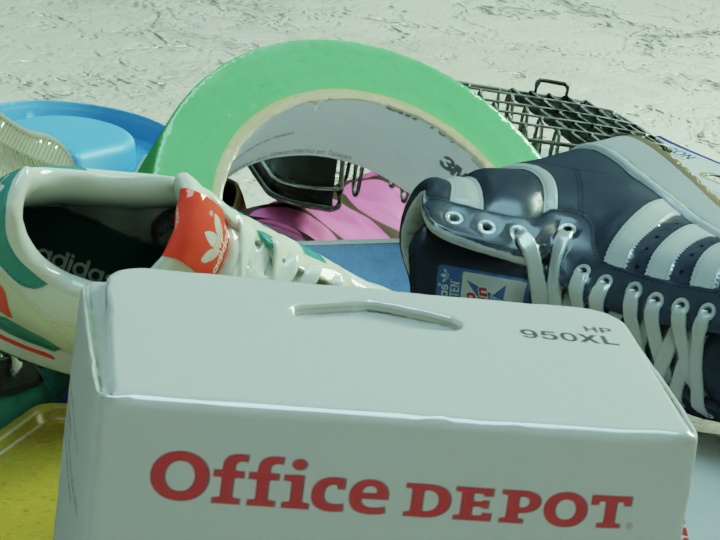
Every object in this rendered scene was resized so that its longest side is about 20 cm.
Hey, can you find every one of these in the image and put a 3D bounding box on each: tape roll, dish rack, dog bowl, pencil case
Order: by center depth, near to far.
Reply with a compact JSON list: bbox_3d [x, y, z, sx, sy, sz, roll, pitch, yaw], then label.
[{"bbox_3d":[0.000,0.000,0.967,0.199,0.048,0.202,13,56,-19],"label":"tape roll"},{"bbox_3d":[-0.003,0.002,1.112,0.093,0.091,0.200,-3,11,25],"label":"pencil case"},{"bbox_3d":[0.044,-0.063,1.124,0.199,0.055,0.153,6,16,-14],"label":"dish rack"},{"bbox_3d":[-0.183,-0.047,1.244,0.111,0.050,0.200,19,22,31],"label":"dog bowl"}]

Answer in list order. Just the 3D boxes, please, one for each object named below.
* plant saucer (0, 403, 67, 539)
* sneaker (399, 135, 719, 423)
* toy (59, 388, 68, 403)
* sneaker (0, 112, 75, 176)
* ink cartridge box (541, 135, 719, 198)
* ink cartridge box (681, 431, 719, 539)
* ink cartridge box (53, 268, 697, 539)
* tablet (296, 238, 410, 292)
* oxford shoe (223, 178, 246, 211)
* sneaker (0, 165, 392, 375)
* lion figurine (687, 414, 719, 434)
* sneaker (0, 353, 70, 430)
[{"bbox_3d":[-0.077,0.090,0.790,0.199,0.049,0.200,-1,16,21],"label":"plant saucer"},{"bbox_3d":[0.084,0.015,0.745,0.108,0.071,0.200,-10,26,-23],"label":"sneaker"},{"bbox_3d":[-0.164,0.030,0.960,0.199,0.047,0.115,9,43,13],"label":"toy"},{"bbox_3d":[-0.187,-0.030,1.077,0.084,0.076,0.200,-7,-17,10],"label":"sneaker"},{"bbox_3d":[0.163,-0.028,1.345,0.199,0.041,0.199,-5,22,-36],"label":"ink cartridge box"},{"bbox_3d":[0.160,0.117,0.700,0.198,0.086,0.147,7,17,0],"label":"ink cartridge box"},{"bbox_3d":[-0.008,0.111,0.586,0.143,0.201,0.084,4,18,-10],"label":"ink cartridge box"},{"bbox_3d":[0.019,0.044,0.990,0.199,0.014,0.131,-2,61,-29],"label":"tablet"},{"bbox_3d":[-0.117,0.007,1.064,0.071,0.072,0.200,19,30,24],"label":"oxford shoe"},{"bbox_3d":[-0.051,0.012,0.844,0.199,0.071,0.093,18,-23,-11],"label":"sneaker"},{"bbox_3d":[0.123,0.073,0.835,0.199,0.123,0.072,-2,-11,19],"label":"lion figurine"},{"bbox_3d":[-0.176,0.045,0.850,0.199,0.080,0.071,-27,72,-40],"label":"sneaker"}]
